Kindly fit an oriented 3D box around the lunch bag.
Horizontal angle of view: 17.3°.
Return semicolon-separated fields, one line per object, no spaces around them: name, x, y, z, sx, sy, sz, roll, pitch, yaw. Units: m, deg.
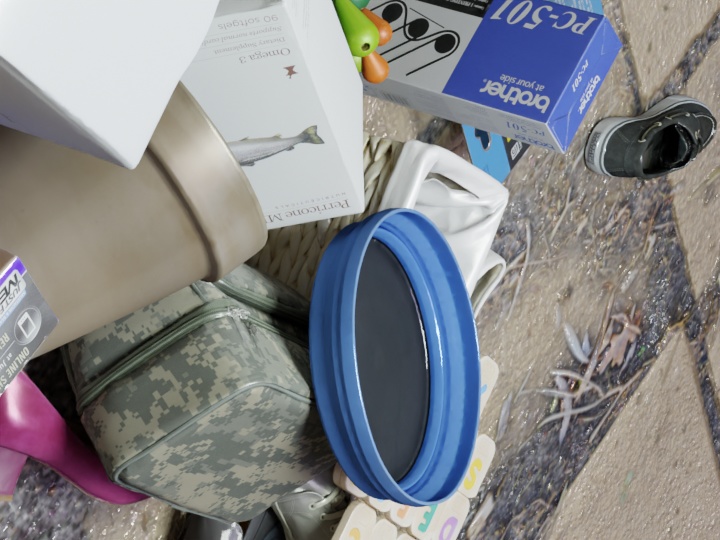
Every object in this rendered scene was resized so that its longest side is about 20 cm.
lunch bag;-0.107;0.056;1.576;0.139;0.168;0.200;-37;152;16

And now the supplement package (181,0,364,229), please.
supplement package;-0.075;-0.132;1.510;0.200;0.116;0.118;67;15;-49

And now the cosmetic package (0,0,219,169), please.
cosmetic package;-0.197;-0.182;1.270;0.166;0.199;0.168;41;71;-56

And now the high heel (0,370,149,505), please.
high heel;-0.183;0.099;1.565;0.199;0.067;0.096;6;112;-44

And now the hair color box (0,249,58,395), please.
hair color box;-0.272;0.021;1.262;0.109;0.199;0.065;-54;144;-24

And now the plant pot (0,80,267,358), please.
plant pot;-0.183;-0.040;1.404;0.173;0.200;0.200;-39;139;-14

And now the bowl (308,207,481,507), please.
bowl;0.024;0.059;1.587;0.200;0.039;0.202;24;62;-60

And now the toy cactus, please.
toy cactus;-0.025;-0.219;1.632;0.200;0.102;0.166;53;44;-50

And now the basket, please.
basket;0.000;0.000;1.731;0.135;0.123;0.201;24;87;-58

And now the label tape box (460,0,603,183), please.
label tape box;0.112;-0.172;1.863;0.200;0.063;0.145;-51;143;-28

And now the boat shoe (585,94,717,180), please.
boat shoe;0.276;-0.113;2.145;0.200;0.056;0.069;-18;121;-51

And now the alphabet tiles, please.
alphabet tiles;0.044;0.141;1.746;0.196;0.015;0.200;-64;149;-10

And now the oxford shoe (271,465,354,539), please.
oxford shoe;-0.027;0.173;1.738;0.075;0.058;0.201;-44;130;-44

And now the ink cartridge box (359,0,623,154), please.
ink cartridge box;0.077;-0.156;1.692;0.094;0.199;0.044;-60;146;-15

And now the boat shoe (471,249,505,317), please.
boat shoe;0.052;0.063;1.891;0.201;0.069;0.071;-62;148;-12

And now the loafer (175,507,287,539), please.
loafer;-0.110;0.200;1.728;0.200;0.073;0.073;-55;142;-40
